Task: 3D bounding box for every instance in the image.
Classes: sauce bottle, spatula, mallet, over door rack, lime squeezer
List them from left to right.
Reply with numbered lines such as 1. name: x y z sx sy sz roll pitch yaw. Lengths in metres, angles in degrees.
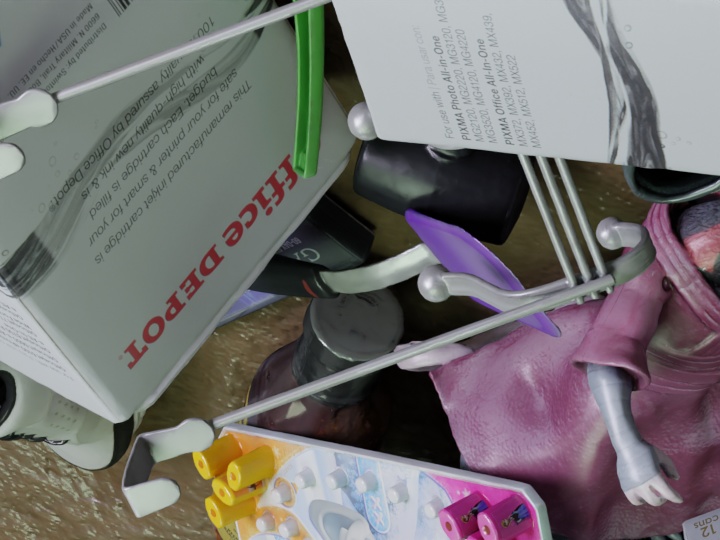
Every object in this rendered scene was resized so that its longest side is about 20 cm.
1. lime squeezer: -0.035 -0.117 0.966 0.038 0.071 0.200 14 150 38
2. over door rack: -0.017 -0.030 0.956 0.199 0.067 0.148 -25 115 -1
3. sauce bottle: -0.020 0.067 1.236 0.066 0.066 0.200 23 146 -1
4. spatula: 0.000 0.000 1.099 0.199 0.021 0.057 0 138 50
5. mallet: 0.051 -0.078 1.008 0.066 0.041 0.200 24 144 -1

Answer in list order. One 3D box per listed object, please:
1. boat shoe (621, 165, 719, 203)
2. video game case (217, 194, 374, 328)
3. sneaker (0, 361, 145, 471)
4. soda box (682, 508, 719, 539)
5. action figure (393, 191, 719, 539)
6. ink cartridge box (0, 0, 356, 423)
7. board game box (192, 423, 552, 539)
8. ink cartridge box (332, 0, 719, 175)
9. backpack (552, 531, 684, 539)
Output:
1. boat shoe: 0.159 -0.070 0.924 0.073 0.062 0.199 38 145 -25
2. video game case: -0.110 -0.046 1.165 0.200 0.019 0.143 37 145 -23
3. sneaker: -0.151 0.045 1.251 0.073 0.080 0.200 16 156 21
4. soda box: 0.226 0.100 1.053 0.199 0.064 0.068 -22 134 10
5. action figure: 0.119 0.019 1.080 0.149 0.133 0.201 56 144 28
6. ink cartridge box: -0.108 -0.068 0.999 0.083 0.145 0.200 22 155 43
7. board game box: 0.015 0.171 1.161 0.199 0.026 0.201 8 113 50
8. ink cartridge box: 0.105 -0.108 0.823 0.199 0.146 0.084 7 146 22
9. backpack: 0.105 0.177 1.223 0.199 0.148 0.183 14 159 25
